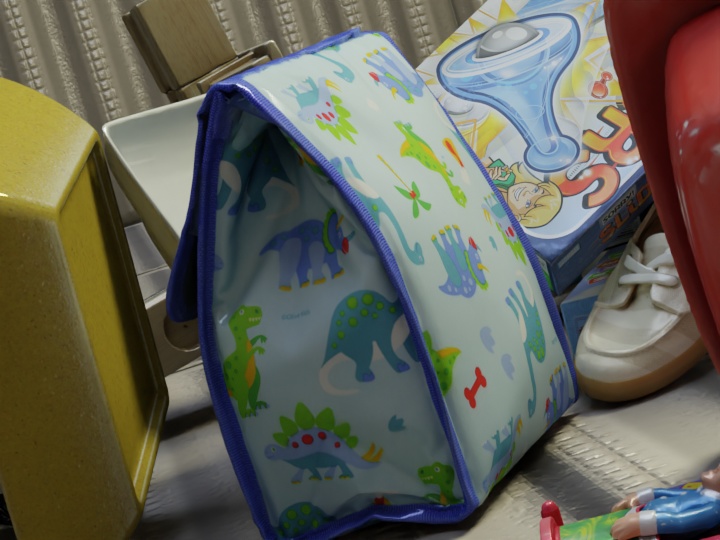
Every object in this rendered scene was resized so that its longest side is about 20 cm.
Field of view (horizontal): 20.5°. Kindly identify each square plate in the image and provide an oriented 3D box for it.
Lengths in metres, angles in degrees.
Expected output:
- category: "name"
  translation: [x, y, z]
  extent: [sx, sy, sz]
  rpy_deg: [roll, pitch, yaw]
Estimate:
- category: "square plate"
  translation: [-0.039, 0.001, 1.007]
  extent: [0.028, 0.201, 0.198]
  rpy_deg: [-34, -1, 25]

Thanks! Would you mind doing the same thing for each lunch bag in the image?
- category: "lunch bag"
  translation: [0.000, 0.000, 0.875]
  extent: [0.127, 0.201, 0.170]
  rpy_deg: [-13, 9, 22]

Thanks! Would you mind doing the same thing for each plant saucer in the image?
- category: "plant saucer"
  translation: [-0.130, 0.024, 0.888]
  extent: [0.048, 0.201, 0.200]
  rpy_deg: [-12, 18, 3]

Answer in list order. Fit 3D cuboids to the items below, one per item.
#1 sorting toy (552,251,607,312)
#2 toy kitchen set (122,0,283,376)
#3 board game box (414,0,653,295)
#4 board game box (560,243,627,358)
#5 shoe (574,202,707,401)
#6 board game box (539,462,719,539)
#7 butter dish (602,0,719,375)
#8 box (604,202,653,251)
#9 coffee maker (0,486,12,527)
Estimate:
- category: "sorting toy"
  translation: [0.046, 0.026, 1.224]
  extent: [0.199, 0.037, 0.184]
  rpy_deg: [-24, 10, -42]
- category: "toy kitchen set"
  translation: [-0.120, -0.047, 1.171]
  extent: [0.180, 0.201, 0.163]
  rpy_deg: [-30, 8, -12]
- category: "board game box"
  translation: [0.120, -0.100, 1.008]
  extent: [0.200, 0.135, 0.035]
  rpy_deg: [-44, -29, -11]
- category: "board game box"
  translation: [0.219, -0.006, 1.069]
  extent: [0.199, 0.037, 0.151]
  rpy_deg: [-15, 8, 21]
- category: "shoe"
  translation: [0.156, -0.013, 0.982]
  extent: [0.070, 0.054, 0.200]
  rpy_deg: [0, 37, 40]
- category: "board game box"
  translation: [0.110, 0.079, 0.653]
  extent: [0.199, 0.039, 0.158]
  rpy_deg: [-21, 8, -36]
- category: "butter dish"
  translation: [0.189, -0.015, 0.688]
  extent: [0.198, 0.201, 0.148]
  rpy_deg: [-10, 27, 25]
- category: "box"
  translation: [0.145, -0.138, 1.128]
  extent: [0.123, 0.201, 0.149]
  rpy_deg: [-16, -29, 6]
- category: "coffee maker"
  translation: [-0.232, 0.054, 1.045]
  extent: [0.199, 0.194, 0.135]
  rpy_deg: [-13, -8, 18]
